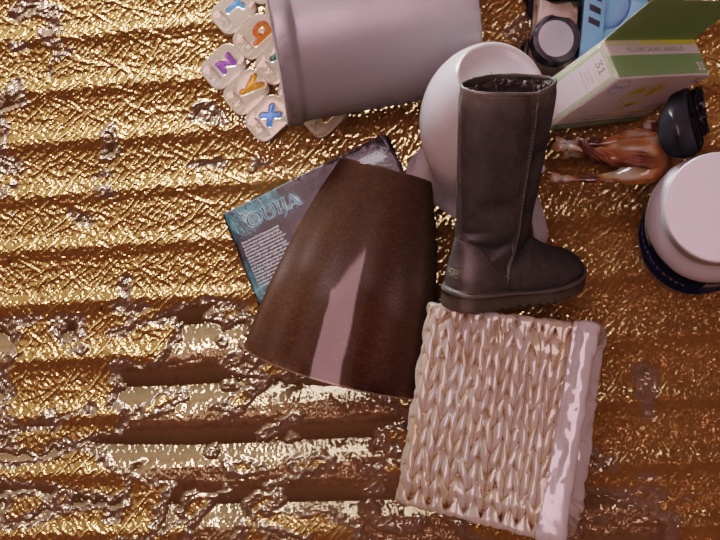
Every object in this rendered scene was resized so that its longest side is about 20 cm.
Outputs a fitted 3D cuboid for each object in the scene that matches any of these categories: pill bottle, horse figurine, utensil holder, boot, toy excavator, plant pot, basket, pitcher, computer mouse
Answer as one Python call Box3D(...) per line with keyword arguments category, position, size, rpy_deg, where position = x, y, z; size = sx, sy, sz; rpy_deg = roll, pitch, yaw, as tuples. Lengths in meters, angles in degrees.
Box3D(category="pill bottle", position=(0.320, -0.043, 1.021), size=(0.114, 0.200, 0.117), rpy_deg=(-1, 83, 10))
Box3D(category="horse figurine", position=(0.251, -0.113, 1.056), size=(0.131, 0.200, 0.051), rpy_deg=(0, 103, 14))
Box3D(category="utensil holder", position=(0.010, -0.244, 1.107), size=(0.198, 0.170, 0.172), rpy_deg=(-9, 82, -4))
Box3D(category="boot", position=(0.144, -0.071, 0.966), size=(0.072, 0.181, 0.202), rpy_deg=(18, 112, 45))
Box3D(category="toy excavator", position=(0.271, -0.280, 1.121), size=(0.197, 0.100, 0.197), rpy_deg=(7, 87, -2))
Box3D(category="plant pot", position=(0.000, 0.000, 1.069), size=(0.185, 0.187, 0.202), rpy_deg=(15, 93, 12))
Box3D(category="basket", position=(0.140, 0.140, 1.040), size=(0.159, 0.198, 0.203), rpy_deg=(8, 86, 16))
Box3D(category="pitcher", position=(0.130, -0.110, 1.058), size=(0.171, 0.200, 0.121), rpy_deg=(41, 67, 12))
Box3D(category="computer mouse", position=(0.306, -0.144, 1.045), size=(0.034, 0.200, 0.059), rpy_deg=(-14, 98, 24))

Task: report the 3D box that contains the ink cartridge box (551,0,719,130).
Box3D(category="ink cartridge box", position=(0.276, -0.200, 1.028), size=(0.200, 0.144, 0.048), rpy_deg=(-33, 73, 50))

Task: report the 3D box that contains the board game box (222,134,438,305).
Box3D(category="board game box", position=(-0.034, -0.042, 1.176), size=(0.198, 0.028, 0.136), rpy_deg=(-25, 80, 8))

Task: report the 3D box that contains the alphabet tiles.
Box3D(category="alphabet tiles", position=(-0.072, -0.244, 1.213), size=(0.195, 0.015, 0.200), rpy_deg=(-43, 78, 4))
